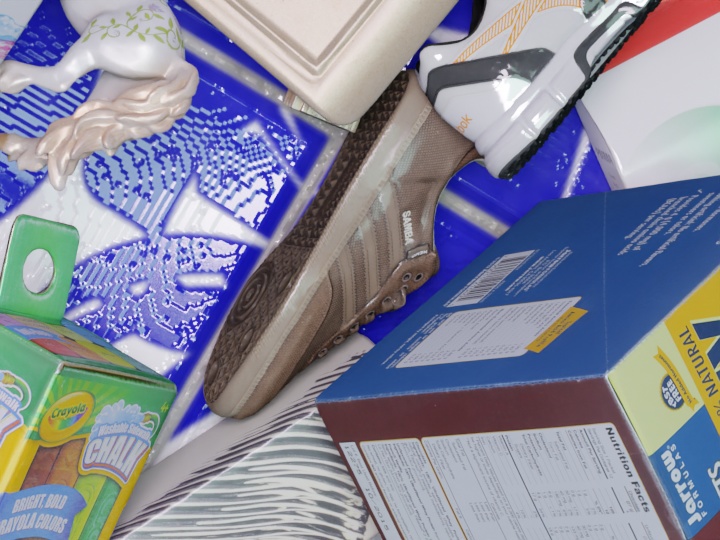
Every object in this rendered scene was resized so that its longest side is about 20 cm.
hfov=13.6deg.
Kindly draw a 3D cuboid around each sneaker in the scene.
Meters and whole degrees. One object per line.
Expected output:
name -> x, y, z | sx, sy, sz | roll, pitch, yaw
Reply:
sneaker -> 0.106, -0.142, 1.496 | 0.080, 0.074, 0.200 | 40, 72, 6
sneaker -> 0.000, 0.000, 1.517 | 0.075, 0.070, 0.201 | 33, 92, -19

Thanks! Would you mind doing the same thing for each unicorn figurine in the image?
unicorn figurine -> -0.128, -0.136, 1.411 | 0.137, 0.074, 0.201 | -27, 71, 4

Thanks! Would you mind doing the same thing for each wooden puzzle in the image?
wooden puzzle -> -0.025, -0.200, 1.471 | 0.200, 0.037, 0.185 | 40, 89, -2

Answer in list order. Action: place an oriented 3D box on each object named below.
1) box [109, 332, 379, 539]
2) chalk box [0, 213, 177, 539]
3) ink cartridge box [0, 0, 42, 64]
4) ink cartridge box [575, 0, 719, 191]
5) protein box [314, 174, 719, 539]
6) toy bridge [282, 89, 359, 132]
box -> -0.056, 0.121, 1.526 | 0.199, 0.068, 0.082 | -35, 109, -7
chalk box -> -0.179, 0.073, 1.431 | 0.123, 0.124, 0.201 | 28, 95, 25
ink cartridge box -> -0.225, -0.132, 1.377 | 0.083, 0.146, 0.201 | 31, 96, -44
ink cartridge box -> 0.187, -0.111, 1.558 | 0.160, 0.050, 0.201 | -28, 108, -9
protein box -> 0.128, 0.061, 1.458 | 0.198, 0.199, 0.135 | -40, 111, -38
toy bridge -> 0.003, -0.173, 1.506 | 0.067, 0.027, 0.201 | 20, 95, -17
